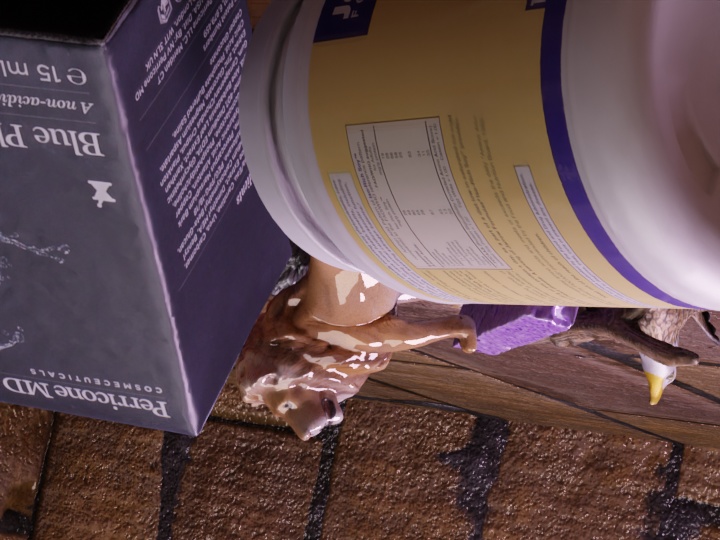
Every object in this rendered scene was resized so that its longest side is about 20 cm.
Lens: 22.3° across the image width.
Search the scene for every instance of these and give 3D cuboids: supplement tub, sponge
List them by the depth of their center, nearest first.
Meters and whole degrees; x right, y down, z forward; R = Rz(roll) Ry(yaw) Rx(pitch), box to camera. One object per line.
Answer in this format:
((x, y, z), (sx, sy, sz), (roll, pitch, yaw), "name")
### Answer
((0.064, -0.060, 0.626), (0.145, 0.146, 0.200), (17, 170, -38), "supplement tub")
((0.092, -0.016, 1.007), (0.030, 0.112, 0.200), (13, 171, -6), "sponge")

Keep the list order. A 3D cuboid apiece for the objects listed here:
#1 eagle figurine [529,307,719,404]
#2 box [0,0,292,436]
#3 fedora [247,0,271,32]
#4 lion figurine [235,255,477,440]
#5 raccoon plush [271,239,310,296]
((0.192, 0.007, 1.105), (0.200, 0.151, 0.152), (-20, -122, -39), "eagle figurine")
((-0.147, -0.054, 0.724), (0.196, 0.118, 0.200), (8, 135, 17), "box")
((-0.027, -0.080, 0.814), (0.200, 0.082, 0.201), (10, 172, 1), "fedora")
((0.000, 0.000, 0.909), (0.122, 0.073, 0.200), (-3, 136, -8), "lion figurine")
((-0.031, -0.017, 0.967), (0.097, 0.200, 0.134), (37, 173, 1), "raccoon plush")
